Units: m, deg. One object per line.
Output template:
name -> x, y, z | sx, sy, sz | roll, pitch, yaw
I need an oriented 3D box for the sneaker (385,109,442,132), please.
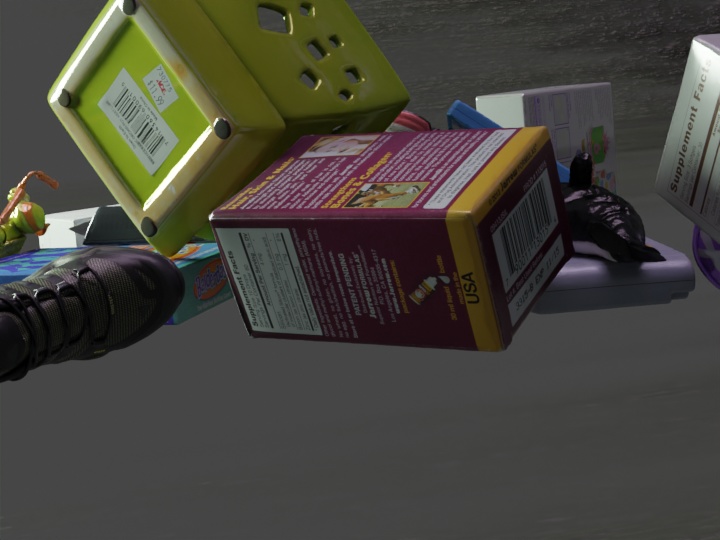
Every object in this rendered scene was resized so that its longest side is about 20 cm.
sneaker -> 0.078, -0.058, 1.179 | 0.200, 0.087, 0.074 | 35, -3, -18

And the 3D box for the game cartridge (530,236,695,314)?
game cartridge -> 0.162, -0.003, 1.028 | 0.133, 0.042, 0.200 | -1, 9, -5

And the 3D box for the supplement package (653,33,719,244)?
supplement package -> 0.294, -0.057, 0.817 | 0.117, 0.117, 0.200 | -9, 35, -24

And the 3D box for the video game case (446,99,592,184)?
video game case -> 0.141, -0.081, 1.164 | 0.143, 0.018, 0.200 | 34, -3, 9

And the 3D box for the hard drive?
hard drive -> -0.155, -0.035, 1.242 | 0.135, 0.042, 0.200 | -1, -4, 19

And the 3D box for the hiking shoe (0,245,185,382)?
hiking shoe -> -0.207, 0.040, 0.852 | 0.200, 0.076, 0.101 | -15, 19, -7

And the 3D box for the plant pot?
plant pot -> -0.117, -0.137, 1.056 | 0.199, 0.200, 0.181 | -43, -10, 37

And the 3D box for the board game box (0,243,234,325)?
board game box -> -0.210, 0.010, 1.084 | 0.200, 0.045, 0.152 | -1, 9, 16

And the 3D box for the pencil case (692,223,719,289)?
pencil case -> 0.319, -0.031, 1.003 | 0.085, 0.084, 0.200 | 44, 32, 20

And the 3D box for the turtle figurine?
turtle figurine -> -0.334, -0.022, 1.173 | 0.161, 0.064, 0.200 | -26, 15, 8

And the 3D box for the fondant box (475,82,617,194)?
fondant box -> 0.195, -0.114, 1.367 | 0.058, 0.145, 0.200 | 1, 10, 36

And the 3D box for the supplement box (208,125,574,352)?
supplement box -> 0.022, -0.023, 0.897 | 0.200, 0.103, 0.131 | 2, 31, 32

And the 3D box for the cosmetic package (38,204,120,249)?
cosmetic package -> -0.240, -0.047, 1.450 | 0.200, 0.051, 0.082 | -12, 10, -39

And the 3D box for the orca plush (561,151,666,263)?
orca plush -> 0.155, -0.051, 0.991 | 0.105, 0.071, 0.200 | -4, 9, -1

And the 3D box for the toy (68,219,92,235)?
toy -> -0.177, -0.082, 1.302 | 0.200, 0.047, 0.115 | -19, -14, 8

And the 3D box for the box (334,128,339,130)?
box -> -0.080, -0.112, 1.620 | 0.182, 0.104, 0.200 | -8, 10, -16
